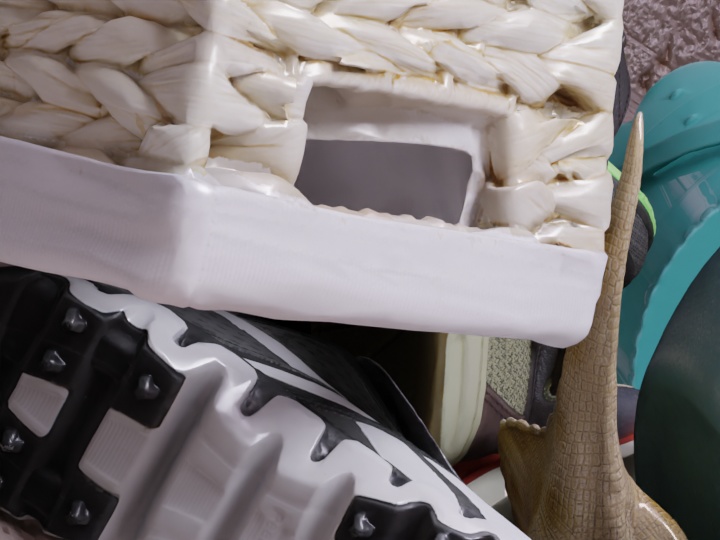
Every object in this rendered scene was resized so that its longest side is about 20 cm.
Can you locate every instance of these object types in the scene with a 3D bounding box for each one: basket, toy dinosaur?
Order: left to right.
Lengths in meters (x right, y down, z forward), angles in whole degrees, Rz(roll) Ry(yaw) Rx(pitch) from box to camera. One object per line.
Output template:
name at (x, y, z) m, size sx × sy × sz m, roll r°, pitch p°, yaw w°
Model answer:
basket at (-0.049, -0.062, 0.621) m, size 0.199 × 0.124 × 0.135 m, roll 11°, pitch 3°, yaw 44°
toy dinosaur at (0.056, 0.068, 0.650) m, size 0.201 × 0.058 × 0.101 m, roll 88°, pitch -22°, yaw -48°

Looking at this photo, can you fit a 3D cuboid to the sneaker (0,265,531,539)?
sneaker at (0.000, 0.059, 0.618) m, size 0.199 × 0.067 × 0.090 m, roll 35°, pitch 19°, yaw 10°

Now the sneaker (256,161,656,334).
sneaker at (0.000, 0.000, 0.802) m, size 0.199 × 0.077 × 0.084 m, roll 0°, pitch 55°, yaw -30°

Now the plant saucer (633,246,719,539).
plant saucer at (0.110, 0.089, 0.687) m, size 0.200 × 0.036 × 0.201 m, roll 163°, pitch -90°, yaw -80°

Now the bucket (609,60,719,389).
bucket at (0.183, 0.015, 1.092) m, size 0.206 × 0.208 × 0.135 m, roll 32°, pitch 15°, yaw -14°

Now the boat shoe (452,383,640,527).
boat shoe at (0.045, 0.055, 0.804) m, size 0.063 × 0.071 × 0.200 m, roll 43°, pitch 18°, yaw 22°

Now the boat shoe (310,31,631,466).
boat shoe at (0.033, -0.048, 0.687) m, size 0.066 × 0.202 × 0.072 m, roll -5°, pitch 18°, yaw -40°
